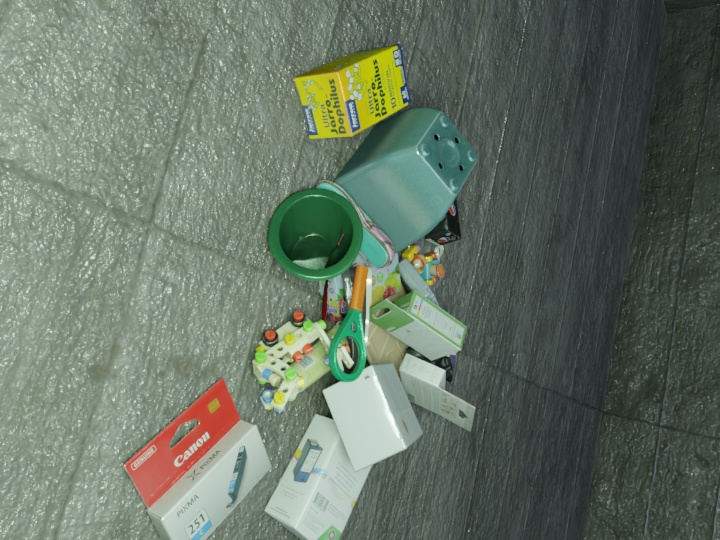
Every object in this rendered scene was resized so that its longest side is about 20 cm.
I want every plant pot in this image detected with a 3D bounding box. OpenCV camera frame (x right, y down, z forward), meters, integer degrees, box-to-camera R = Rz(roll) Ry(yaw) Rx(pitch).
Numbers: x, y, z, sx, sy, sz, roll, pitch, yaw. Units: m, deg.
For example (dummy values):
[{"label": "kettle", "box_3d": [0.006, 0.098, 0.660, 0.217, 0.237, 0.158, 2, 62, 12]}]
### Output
[{"label": "plant pot", "box_3d": [0.106, -0.187, 1.138, 0.196, 0.198, 0.198, 45, 58, -17]}]

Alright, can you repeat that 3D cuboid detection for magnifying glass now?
[{"label": "magnifying glass", "box_3d": [-0.013, 0.090, 1.038, 0.079, 0.022, 0.205, 27, 67, -42]}]

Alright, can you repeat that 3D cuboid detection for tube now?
[{"label": "tube", "box_3d": [-0.062, 0.157, 1.134, 0.199, 0.051, 0.060, -36, 123, -44]}]

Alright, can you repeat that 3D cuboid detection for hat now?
[{"label": "hat", "box_3d": [-0.088, -0.016, 1.086, 0.177, 0.162, 0.204, 104, 8, -64]}]

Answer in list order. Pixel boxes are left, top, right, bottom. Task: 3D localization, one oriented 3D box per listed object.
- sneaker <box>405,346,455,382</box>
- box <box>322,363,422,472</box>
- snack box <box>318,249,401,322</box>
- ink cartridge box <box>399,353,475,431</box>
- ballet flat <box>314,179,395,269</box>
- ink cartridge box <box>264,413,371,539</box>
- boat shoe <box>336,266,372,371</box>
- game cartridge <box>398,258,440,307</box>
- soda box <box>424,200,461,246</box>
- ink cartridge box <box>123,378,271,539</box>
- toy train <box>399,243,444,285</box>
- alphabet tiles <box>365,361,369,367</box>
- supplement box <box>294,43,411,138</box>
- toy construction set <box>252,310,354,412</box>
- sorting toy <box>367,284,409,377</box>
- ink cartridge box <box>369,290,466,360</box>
[{"label": "sneaker", "box_3d": [0.167, 0.218, 1.351, 0.198, 0.074, 0.090, 17, 72, -55]}, {"label": "box", "box_3d": [0.028, 0.267, 1.121, 0.155, 0.104, 0.200, 66, 10, 14]}, {"label": "snack box", "box_3d": [0.000, 0.000, 1.190, 0.198, 0.052, 0.146, -25, 112, -46]}, {"label": "ink cartridge box", "box_3d": [0.172, 0.267, 1.298, 0.045, 0.173, 0.201, -59, 161, -22]}, {"label": "ballet flat", "box_3d": [-0.009, -0.088, 1.121, 0.200, 0.069, 0.071, 46, 24, -1]}, {"label": "ink cartridge box", "box_3d": [-0.069, 0.401, 1.130, 0.202, 0.086, 0.146, -59, 136, -26]}, {"label": "boat shoe", "box_3d": [-0.014, 0.091, 1.119, 0.073, 0.061, 0.206, -102, -164, -79]}, {"label": "game cartridge", "box_3d": [0.140, 0.068, 1.319, 0.041, 0.134, 0.201, -36, 137, -4]}, {"label": "soda box", "box_3d": [0.173, -0.165, 1.336, 0.070, 0.062, 0.206, 19, 61, -51]}, {"label": "ink cartridge box", "box_3d": [-0.240, 0.301, 0.920, 0.200, 0.044, 0.180, -42, 127, -41]}, {"label": "toy train", "box_3d": [0.153, -0.052, 1.379, 0.200, 0.055, 0.153, 42, 63, -46]}, {"label": "alphabet tiles", "box_3d": [0.050, 0.165, 1.315, 0.167, 0.006, 0.203, 51, 56, -43]}, {"label": "supplement box", "box_3d": [-0.009, -0.327, 1.090, 0.199, 0.107, 0.111, -39, 124, -41]}, {"label": "toy construction set", "box_3d": [-0.102, 0.148, 1.013, 0.197, 0.131, 0.094, -22, 141, -41]}, {"label": "sorting toy", "box_3d": [0.067, 0.149, 1.306, 0.202, 0.036, 0.188, -56, 135, -37]}, {"label": "ink cartridge box", "box_3d": [0.108, 0.101, 1.215, 0.198, 0.103, 0.060, 33, 57, -18]}]
